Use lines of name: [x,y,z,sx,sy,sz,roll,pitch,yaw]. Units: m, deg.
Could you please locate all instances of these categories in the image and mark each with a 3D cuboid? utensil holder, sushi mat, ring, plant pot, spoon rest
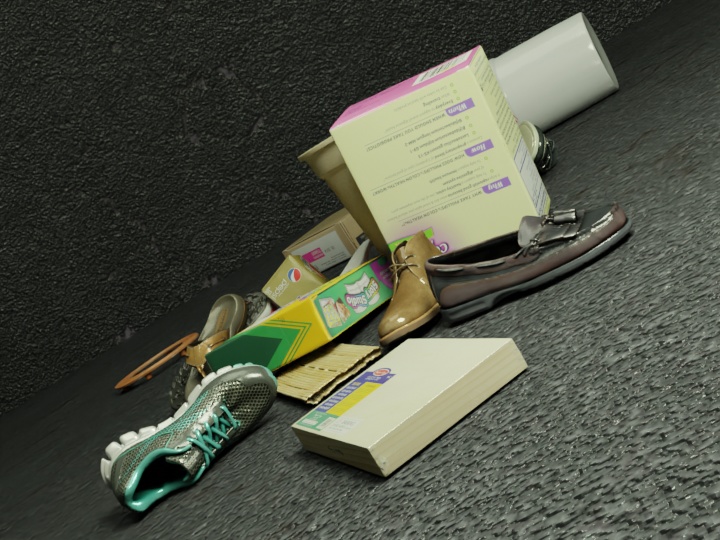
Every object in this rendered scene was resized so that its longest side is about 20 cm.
utensil holder: [0.356,-0.358,1.891,0.198,0.171,0.170,-26,9,21]
sushi mat: [-0.043,0.106,1.086,0.095,0.012,0.200,-35,8,-15]
ring: [-0.414,0.190,2.090,0.199,0.019,0.200,-33,7,5]
plant pot: [0.050,-0.116,1.308,0.199,0.185,0.200,-30,6,3]
spoon rest: [0.000,0.000,1.407,0.199,0.061,0.099,-35,-2,-35]

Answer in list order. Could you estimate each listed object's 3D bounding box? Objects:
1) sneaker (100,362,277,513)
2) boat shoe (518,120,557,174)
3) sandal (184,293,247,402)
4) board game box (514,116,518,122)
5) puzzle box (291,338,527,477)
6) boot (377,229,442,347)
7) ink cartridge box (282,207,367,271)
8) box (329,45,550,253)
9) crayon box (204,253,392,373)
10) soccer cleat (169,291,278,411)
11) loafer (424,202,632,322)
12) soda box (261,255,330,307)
sneaker: [-0.161,0.171,1.002,0.199,0.078,0.091,-36,23,-5]
boat shoe: [0.252,-0.170,1.483,0.065,0.076,0.199,11,-4,-4]
sandal: [-0.195,0.100,1.341,0.081,0.055,0.202,-16,42,27]
board game box: [0.144,-0.140,1.496,0.200,0.046,0.152,-49,7,31]
puzzle box: [0.030,0.098,0.783,0.132,0.026,0.200,-35,7,-17]
boot: [0.048,0.017,1.056,0.073,0.076,0.200,-27,10,23]
ink cartridge box: [-0.033,-0.072,1.984,0.199,0.076,0.165,-23,13,49]
box: [0.093,-0.117,1.147,0.174,0.202,0.097,-21,17,23]
crayon box: [-0.064,0.061,1.229,0.172,0.059,0.200,-30,1,30]
soccer cleat: [-0.182,0.125,1.415,0.201,0.073,0.068,-50,42,-12]
loafer: [0.143,-0.017,0.917,0.199,0.063,0.072,-28,8,30]
soda box: [-0.090,0.022,1.481,0.064,0.068,0.200,-51,0,2]
